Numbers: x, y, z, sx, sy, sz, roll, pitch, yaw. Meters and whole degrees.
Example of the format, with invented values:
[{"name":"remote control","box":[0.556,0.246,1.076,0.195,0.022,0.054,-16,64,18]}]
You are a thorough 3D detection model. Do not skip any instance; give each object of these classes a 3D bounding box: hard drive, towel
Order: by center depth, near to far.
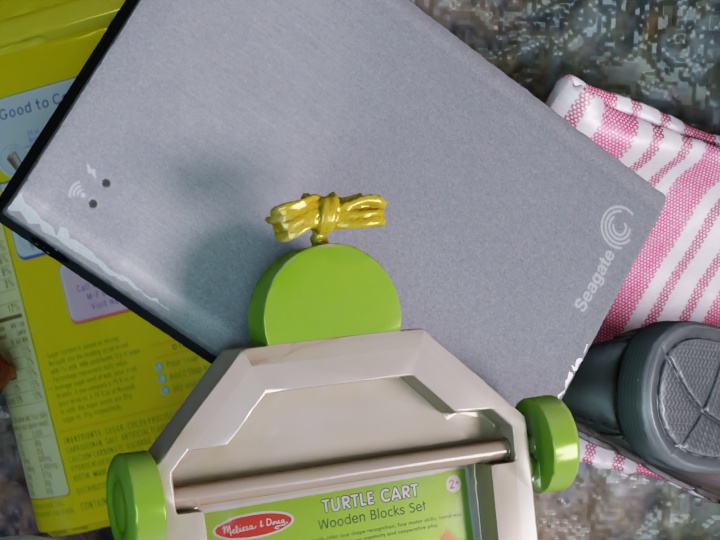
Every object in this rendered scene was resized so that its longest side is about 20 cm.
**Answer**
[{"name":"hard drive","box":[-0.005,-0.022,0.659,0.200,0.033,0.140,35,75,-17]},{"name":"towel","box":[0.121,0.016,0.769,0.199,0.030,0.147,17,107,-33]}]

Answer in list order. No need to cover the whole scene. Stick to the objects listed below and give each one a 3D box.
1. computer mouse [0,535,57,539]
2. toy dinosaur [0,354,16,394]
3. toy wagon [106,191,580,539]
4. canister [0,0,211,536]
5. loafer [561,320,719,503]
[{"name":"computer mouse","box":[-0.085,0.161,0.757,0.109,0.044,0.200,-24,138,36]},{"name":"toy dinosaur","box":[-0.164,0.120,0.683,0.181,0.105,0.200,-43,79,23]},{"name":"toy wagon","box":[-0.003,0.076,0.616,0.154,0.040,0.201,-6,89,-22]},{"name":"canister","box":[-0.076,-0.015,0.715,0.148,0.087,0.201,-14,90,10]},{"name":"loafer","box":[0.146,0.059,0.759,0.063,0.199,0.072,0,74,43]}]
